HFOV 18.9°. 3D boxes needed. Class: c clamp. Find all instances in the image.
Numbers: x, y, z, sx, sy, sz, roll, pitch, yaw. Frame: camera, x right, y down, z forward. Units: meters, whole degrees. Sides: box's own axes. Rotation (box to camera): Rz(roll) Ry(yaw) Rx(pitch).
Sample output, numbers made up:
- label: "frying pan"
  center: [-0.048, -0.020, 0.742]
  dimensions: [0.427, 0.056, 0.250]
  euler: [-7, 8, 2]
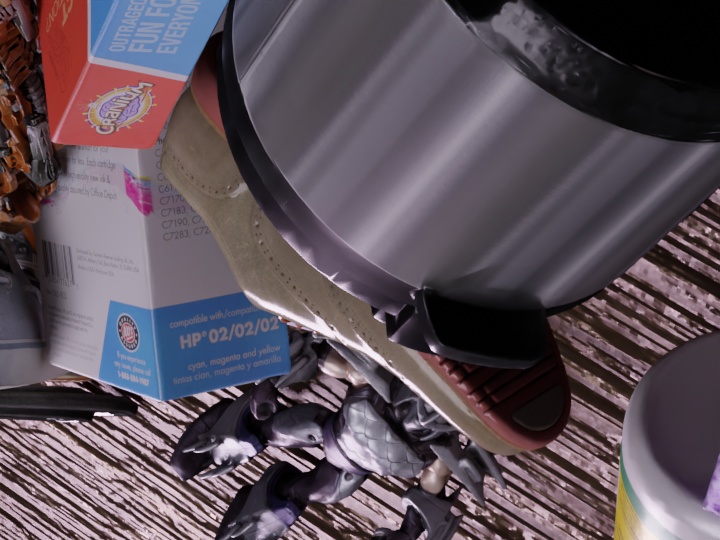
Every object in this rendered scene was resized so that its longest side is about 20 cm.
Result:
- label: "c clamp"
  center: [-0.200, 0.066, 1.123]
  dimensions: [0.169, 0.027, 0.200]
  euler: [-1, 174, 3]

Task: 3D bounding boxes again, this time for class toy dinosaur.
- label: "toy dinosaur"
  center: [-0.163, -0.071, 0.872]
  dimensions: [0.136, 0.102, 0.201]
  euler: [47, 140, 23]

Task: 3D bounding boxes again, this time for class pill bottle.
- label: "pill bottle"
  center: [0.156, 0.129, 0.874]
  dimensions: [0.112, 0.113, 0.201]
  euler: [25, 140, 25]

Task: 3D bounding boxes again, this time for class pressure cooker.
- label: "pressure cooker"
  center: [0.047, -0.080, 0.718]
  dimensions: [0.179, 0.176, 0.200]
  euler: [45, 141, 2]

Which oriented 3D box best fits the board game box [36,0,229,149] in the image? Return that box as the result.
- label: "board game box"
  center: [-0.083, -0.168, 0.770]
  dimensions: [0.153, 0.040, 0.202]
  euler: [127, 139, -55]

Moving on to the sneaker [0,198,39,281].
- label: "sneaker"
  center: [-0.141, -0.022, 1.064]
  dimensions: [0.199, 0.078, 0.077]
  euler: [35, 157, 19]

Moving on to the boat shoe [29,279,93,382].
- label: "boat shoe"
  center: [-0.226, 0.019, 1.162]
  dimensions: [0.198, 0.076, 0.074]
  euler: [15, 157, 6]

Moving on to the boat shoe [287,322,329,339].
- label: "boat shoe"
  center: [0.005, -0.002, 0.931]
  dimensions: [0.068, 0.074, 0.199]
  euler: [19, 178, -37]

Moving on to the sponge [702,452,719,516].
- label: "sponge"
  center: [0.195, 0.011, 0.714]
  dimensions: [0.111, 0.030, 0.202]
  euler: [25, 114, 24]

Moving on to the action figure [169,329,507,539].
- label: "action figure"
  center: [-0.013, 0.087, 1.042]
  dimensions: [0.199, 0.069, 0.131]
  euler: [-25, 101, 50]

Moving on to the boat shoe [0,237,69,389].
- label: "boat shoe"
  center: [-0.171, 0.017, 0.985]
  dimensions: [0.201, 0.069, 0.072]
  euler: [-28, -69, -88]

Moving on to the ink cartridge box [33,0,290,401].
- label: "ink cartridge box"
  center: [-0.092, -0.056, 0.920]
  dimensions: [0.115, 0.067, 0.202]
  euler: [11, 109, 57]

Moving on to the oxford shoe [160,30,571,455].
- label: "oxford shoe"
  center: [0.000, 0.000, 0.825]
  dimensions: [0.200, 0.070, 0.075]
  euler: [50, 130, 17]
